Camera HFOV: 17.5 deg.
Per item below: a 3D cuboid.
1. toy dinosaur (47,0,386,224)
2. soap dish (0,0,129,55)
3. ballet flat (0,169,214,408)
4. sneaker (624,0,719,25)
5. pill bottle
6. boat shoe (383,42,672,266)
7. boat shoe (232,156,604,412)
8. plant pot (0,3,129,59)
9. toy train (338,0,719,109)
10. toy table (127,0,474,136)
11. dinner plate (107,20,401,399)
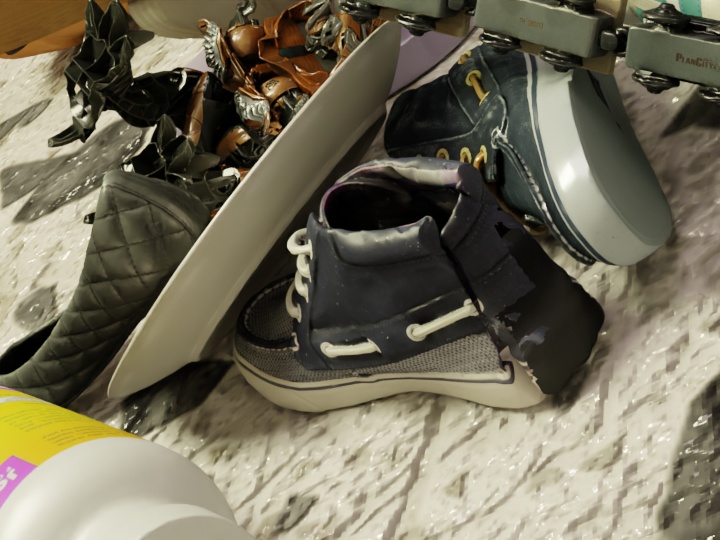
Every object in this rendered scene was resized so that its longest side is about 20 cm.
[{"bbox_3d":[-0.062,-0.058,1.075,0.102,0.135,0.201,37,112,38],"label":"toy dinosaur"},{"bbox_3d":[-0.125,-0.197,1.126,0.157,0.081,0.201,-18,34,31],"label":"soap dish"},{"bbox_3d":[-0.128,0.015,1.043,0.200,0.057,0.067,-43,14,43],"label":"ballet flat"},{"bbox_3d":[0.124,-0.115,0.909,0.200,0.070,0.094,50,116,23],"label":"sneaker"},{"bbox_3d":[-0.111,0.107,0.871,0.104,0.104,0.200,-48,28,-19],"label":"pill bottle"},{"bbox_3d":[0.063,-0.039,0.932,0.091,0.071,0.201,-35,22,15],"label":"boat shoe"},{"bbox_3d":[0.000,0.000,0.910,0.199,0.093,0.075,-5,42,49],"label":"boat shoe"},{"bbox_3d":[-0.160,-0.233,1.382,0.139,0.201,0.201,-5,39,23],"label":"plant pot"},{"bbox_3d":[0.070,-0.096,0.886,0.199,0.034,0.046,18,18,33],"label":"toy train"},{"bbox_3d":[-0.046,-0.145,1.168,0.199,0.117,0.184,-22,31,27],"label":"toy table"},{"bbox_3d":[-0.037,-0.020,0.986,0.200,0.024,0.200,-52,-1,-2],"label":"dinner plate"}]
